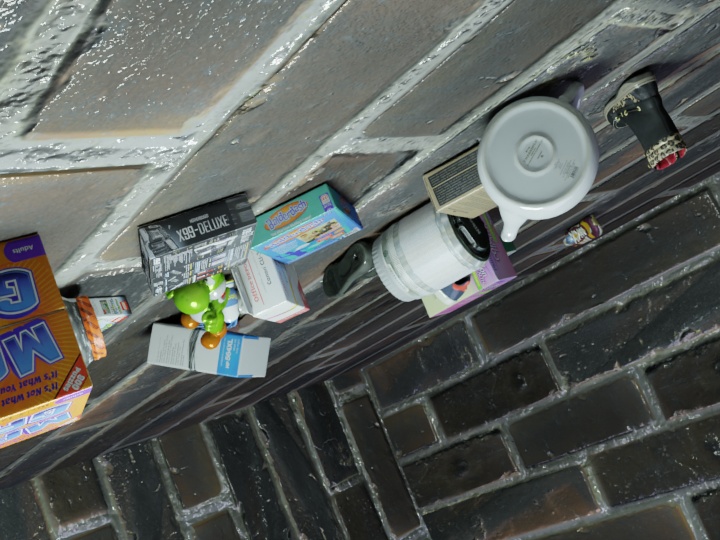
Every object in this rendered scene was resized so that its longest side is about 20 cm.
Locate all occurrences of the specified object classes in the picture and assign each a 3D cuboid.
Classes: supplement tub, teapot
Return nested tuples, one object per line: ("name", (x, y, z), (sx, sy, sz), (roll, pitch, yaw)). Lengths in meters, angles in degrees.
("supplement tub", (-0.480, 0.111, 1.258), (0.199, 0.123, 0.123), (-20, 168, -23))
("teapot", (0.280, -0.172, 1.357), (0.199, 0.199, 0.146), (-20, 171, 15))

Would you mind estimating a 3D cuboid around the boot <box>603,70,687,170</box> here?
("boot", (0.499, -0.248, 1.526), (0.073, 0.152, 0.200), (-23, 169, -3))

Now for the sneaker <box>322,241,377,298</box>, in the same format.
("sneaker", (0.000, 0.000, 1.840), (0.114, 0.077, 0.199), (-4, 154, -36))

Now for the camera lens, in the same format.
("camera lens", (0.142, -0.045, 1.710), (0.199, 0.161, 0.160), (-30, 167, 30))

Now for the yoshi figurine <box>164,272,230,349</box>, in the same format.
("yoshi figurine", (-0.276, 0.058, 1.465), (0.111, 0.113, 0.201), (1, 146, -9))

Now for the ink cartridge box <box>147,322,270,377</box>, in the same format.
("ink cartridge box", (-0.299, 0.157, 1.726), (0.198, 0.085, 0.146), (8, 177, 16))

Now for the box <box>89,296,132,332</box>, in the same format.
("box", (-0.484, 0.101, 1.428), (0.199, 0.035, 0.110), (-29, 168, 25))

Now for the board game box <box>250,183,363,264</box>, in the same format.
("board game box", (-0.089, -0.071, 1.414), (0.151, 0.045, 0.200), (-25, 169, 8))

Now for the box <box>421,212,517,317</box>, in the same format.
("box", (0.216, -0.020, 1.941), (0.199, 0.177, 0.096), (-32, 166, 36))

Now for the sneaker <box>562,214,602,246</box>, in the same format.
("sneaker", (0.701, -0.116, 2.763), (0.090, 0.075, 0.200), (-28, 168, -4))

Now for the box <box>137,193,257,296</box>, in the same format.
("box", (-0.239, -0.033, 1.269), (0.157, 0.050, 0.200), (-21, 169, -16))

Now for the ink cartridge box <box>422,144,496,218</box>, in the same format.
("ink cartridge box", (0.223, -0.164, 1.546), (0.164, 0.076, 0.200), (-27, 169, 23))

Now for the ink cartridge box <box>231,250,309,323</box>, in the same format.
("ink cartridge box", (-0.159, 0.020, 1.507), (0.067, 0.117, 0.200), (-24, 170, 7))

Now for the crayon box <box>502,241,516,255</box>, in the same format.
("crayon box", (0.322, -0.036, 2.414), (0.199, 0.052, 0.126), (-14, 166, -43))

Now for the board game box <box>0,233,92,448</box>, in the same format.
("board game box", (-0.463, 0.105, 1.061), (0.199, 0.201, 0.200), (-18, 168, -27))

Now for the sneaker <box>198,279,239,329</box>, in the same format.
("sneaker", (-0.279, 0.082, 1.643), (0.073, 0.083, 0.200), (-19, 171, -27))

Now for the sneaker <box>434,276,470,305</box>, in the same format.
("sneaker", (0.152, -0.019, 1.855), (0.085, 0.200, 0.075), (-45, -166, 24))

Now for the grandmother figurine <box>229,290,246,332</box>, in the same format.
("grandmother figurine", (-0.260, 0.090, 1.780), (0.120, 0.061, 0.200), (-19, 169, -21))
